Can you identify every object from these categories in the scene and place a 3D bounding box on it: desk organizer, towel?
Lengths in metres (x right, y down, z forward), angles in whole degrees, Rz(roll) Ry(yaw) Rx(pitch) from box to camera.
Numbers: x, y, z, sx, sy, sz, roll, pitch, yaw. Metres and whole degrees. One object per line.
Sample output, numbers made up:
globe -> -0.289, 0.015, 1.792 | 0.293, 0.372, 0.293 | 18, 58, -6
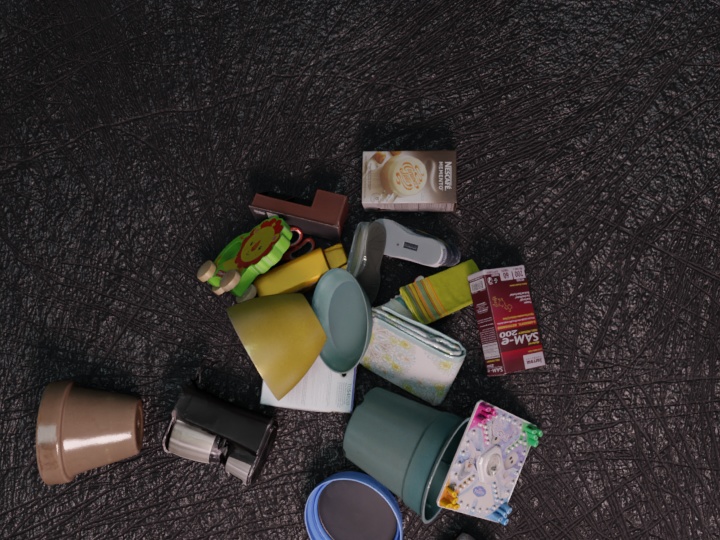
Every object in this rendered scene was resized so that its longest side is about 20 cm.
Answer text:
desk organizer -> -0.128, -0.132, 1.276 | 0.196, 0.072, 0.078 | 14, 70, 8
towel -> 0.095, 0.166, 1.171 | 0.197, 0.173, 0.048 | 27, 49, 12
towel -> 0.174, 0.041, 1.194 | 0.197, 0.018, 0.087 | -21, 74, -30

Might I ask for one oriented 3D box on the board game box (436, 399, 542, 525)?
board game box -> 0.249, 0.365, 1.118 | 0.026, 0.198, 0.203 | 17, 80, 54

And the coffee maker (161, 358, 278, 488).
coffee maker -> -0.268, 0.304, 1.195 | 0.196, 0.135, 0.196 | 18, 90, 5

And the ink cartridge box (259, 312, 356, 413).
ink cartridge box -> -0.101, 0.188, 1.245 | 0.196, 0.041, 0.204 | 5, 81, 7

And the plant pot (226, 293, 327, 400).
plant pot -> -0.148, 0.124, 1.149 | 0.141, 0.200, 0.202 | -31, 79, -9

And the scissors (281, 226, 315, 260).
scissors -> -0.188, -0.021, 1.296 | 0.199, 0.014, 0.073 | -36, 112, 13

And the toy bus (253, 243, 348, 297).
toy bus -> -0.120, 0.007, 1.255 | 0.197, 0.078, 0.066 | -24, 80, 3

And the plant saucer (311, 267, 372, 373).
plant saucer -> -0.032, 0.097, 1.163 | 0.035, 0.199, 0.204 | -1, 78, -36

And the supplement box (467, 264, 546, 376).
supplement box -> 0.289, 0.098, 1.183 | 0.107, 0.061, 0.204 | -6, 80, -26

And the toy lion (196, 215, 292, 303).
toy lion -> -0.230, -0.032, 1.238 | 0.069, 0.198, 0.193 | 45, 71, -33

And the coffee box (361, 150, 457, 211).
coffee box -> 0.104, -0.188, 1.258 | 0.195, 0.080, 0.117 | 0, 82, 6

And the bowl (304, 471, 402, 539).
bowl -> -0.011, 0.484, 1.155 | 0.196, 0.039, 0.205 | 4, 104, 17

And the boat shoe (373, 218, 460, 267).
boat shoe -> 0.111, -0.051, 1.247 | 0.198, 0.090, 0.072 | 25, 101, 37

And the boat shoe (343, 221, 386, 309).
boat shoe -> -0.001, -0.001, 1.233 | 0.064, 0.074, 0.206 | 8, 85, 51

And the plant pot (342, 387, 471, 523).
plant pot -> 0.083, 0.329, 1.122 | 0.193, 0.200, 0.203 | 21, 84, 27

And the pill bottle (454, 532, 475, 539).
pill bottle -> 0.167, 0.606, 1.115 | 0.112, 0.112, 0.200 | 42, 88, 11

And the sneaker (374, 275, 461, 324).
sneaker -> 0.105, 0.064, 1.233 | 0.195, 0.071, 0.095 | -7, 69, 4

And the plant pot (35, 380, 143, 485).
plant pot -> -0.539, 0.321, 1.213 | 0.171, 0.200, 0.205 | -2, 81, -11
